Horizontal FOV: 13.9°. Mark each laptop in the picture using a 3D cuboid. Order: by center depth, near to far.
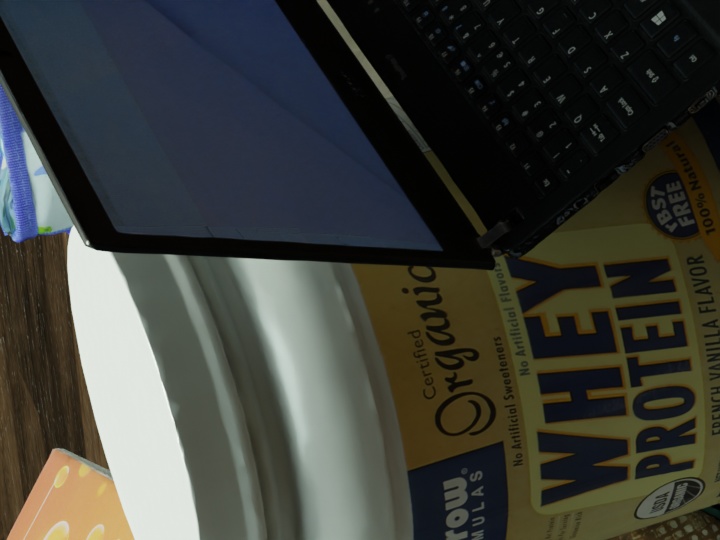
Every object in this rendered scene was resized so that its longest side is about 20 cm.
[{"bbox_3d":[0.003,-0.093,0.805,0.103,0.200,0.177,44,-171,-43],"label":"laptop"}]

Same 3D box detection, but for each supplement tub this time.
[{"bbox_3d":[0.026,0.018,0.871,0.144,0.199,0.145,164,90,-75],"label":"supplement tub"}]

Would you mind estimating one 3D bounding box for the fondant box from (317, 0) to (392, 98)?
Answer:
[{"bbox_3d":[0.000,0.000,1.094,0.200,0.058,0.145,110,142,-66],"label":"fondant box"}]

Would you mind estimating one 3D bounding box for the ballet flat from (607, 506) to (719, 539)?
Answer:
[{"bbox_3d":[0.036,0.079,0.956,0.199,0.065,0.071,22,144,20],"label":"ballet flat"}]

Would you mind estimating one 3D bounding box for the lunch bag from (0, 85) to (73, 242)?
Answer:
[{"bbox_3d":[-0.083,-0.126,1.171,0.127,0.169,0.201,-167,62,-72],"label":"lunch bag"}]

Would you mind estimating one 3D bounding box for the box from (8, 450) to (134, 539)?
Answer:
[{"bbox_3d":[-0.060,0.154,1.019,0.125,0.097,0.200,-63,27,-5],"label":"box"}]
